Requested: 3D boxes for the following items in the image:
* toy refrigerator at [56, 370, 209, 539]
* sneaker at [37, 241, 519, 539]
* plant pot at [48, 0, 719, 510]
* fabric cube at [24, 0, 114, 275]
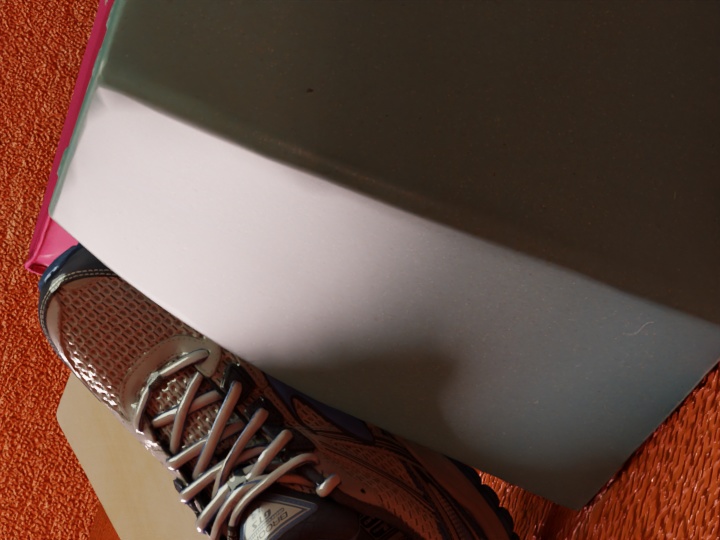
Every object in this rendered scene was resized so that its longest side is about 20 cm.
[{"bbox_3d":[-0.046,0.101,0.973,0.200,0.076,0.070,55,133,40],"label":"toy refrigerator"},{"bbox_3d":[-0.026,0.063,0.818,0.077,0.200,0.085,-47,11,23],"label":"sneaker"},{"bbox_3d":[0.013,-0.041,0.776,0.141,0.199,0.142,123,164,-57],"label":"plant pot"},{"bbox_3d":[-0.071,-0.095,1.464,0.196,0.199,0.200,125,161,-61],"label":"fabric cube"}]
